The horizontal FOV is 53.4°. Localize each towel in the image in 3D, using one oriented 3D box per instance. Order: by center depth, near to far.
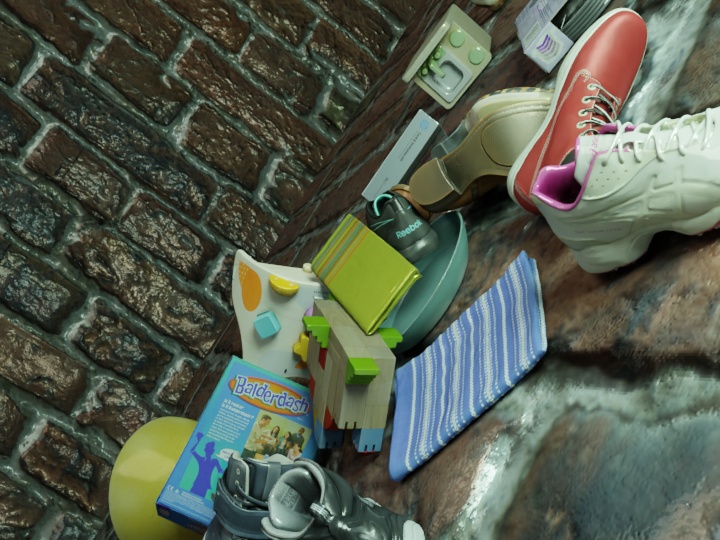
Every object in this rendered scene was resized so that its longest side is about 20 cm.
[{"bbox_3d":[0.090,0.086,0.648,0.201,0.024,0.146,-49,15,30],"label":"towel"},{"bbox_3d":[0.000,0.000,0.815,0.087,0.018,0.200,-53,29,4],"label":"towel"}]

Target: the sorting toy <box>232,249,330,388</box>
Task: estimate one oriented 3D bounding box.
[{"bbox_3d":[-0.075,0.086,0.937,0.107,0.195,0.185,-128,49,-61],"label":"sorting toy"}]

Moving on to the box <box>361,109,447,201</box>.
[{"bbox_3d":[0.077,-0.173,1.166,0.157,0.041,0.200,-54,-5,10],"label":"box"}]

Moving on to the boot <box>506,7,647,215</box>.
[{"bbox_3d":[0.212,-0.134,0.628,0.203,0.071,0.144,-63,12,9],"label":"boot"}]

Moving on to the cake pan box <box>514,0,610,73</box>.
[{"bbox_3d":[0.292,-0.381,0.974,0.185,0.052,0.201,-52,13,28],"label":"cake pan box"}]

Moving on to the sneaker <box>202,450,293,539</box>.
[{"bbox_3d":[-0.095,0.260,0.659,0.149,0.075,0.203,-66,30,16],"label":"sneaker"}]

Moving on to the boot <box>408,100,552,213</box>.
[{"bbox_3d":[0.156,-0.121,0.827,0.197,0.078,0.155,-31,-8,18],"label":"boot"}]

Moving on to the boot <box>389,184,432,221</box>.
[{"bbox_3d":[0.033,-0.025,1.041,0.157,0.073,0.200,-61,1,-23],"label":"boot"}]

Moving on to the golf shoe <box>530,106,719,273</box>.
[{"bbox_3d":[0.195,-0.067,0.474,0.199,0.091,0.076,-38,19,51],"label":"golf shoe"}]

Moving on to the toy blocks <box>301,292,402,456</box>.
[{"bbox_3d":[-0.018,0.125,0.769,0.200,0.097,0.141,-132,48,-65],"label":"toy blocks"}]

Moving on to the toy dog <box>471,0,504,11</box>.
[{"bbox_3d":[0.293,-0.639,1.484,0.193,0.139,0.202,36,90,41],"label":"toy dog"}]

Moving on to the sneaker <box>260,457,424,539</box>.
[{"bbox_3d":[-0.031,0.207,0.599,0.077,0.113,0.199,-60,13,-22],"label":"sneaker"}]

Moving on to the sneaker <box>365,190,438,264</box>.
[{"bbox_3d":[0.042,-0.063,0.881,0.075,0.080,0.200,-34,13,-6],"label":"sneaker"}]

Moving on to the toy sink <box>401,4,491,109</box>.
[{"bbox_3d":[0.168,-0.396,1.343,0.131,0.111,0.201,-49,10,28],"label":"toy sink"}]

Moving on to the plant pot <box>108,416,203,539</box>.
[{"bbox_3d":[-0.228,0.308,1.006,0.139,0.201,0.203,-11,40,37],"label":"plant pot"}]

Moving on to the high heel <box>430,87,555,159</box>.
[{"bbox_3d":[0.193,-0.205,0.921,0.198,0.072,0.142,-20,14,48],"label":"high heel"}]

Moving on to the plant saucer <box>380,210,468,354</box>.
[{"bbox_3d":[0.070,0.024,0.850,0.201,0.036,0.201,-52,14,18],"label":"plant saucer"}]

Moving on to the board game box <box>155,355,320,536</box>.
[{"bbox_3d":[-0.128,0.219,0.847,0.045,0.149,0.203,106,-173,-52],"label":"board game box"}]
